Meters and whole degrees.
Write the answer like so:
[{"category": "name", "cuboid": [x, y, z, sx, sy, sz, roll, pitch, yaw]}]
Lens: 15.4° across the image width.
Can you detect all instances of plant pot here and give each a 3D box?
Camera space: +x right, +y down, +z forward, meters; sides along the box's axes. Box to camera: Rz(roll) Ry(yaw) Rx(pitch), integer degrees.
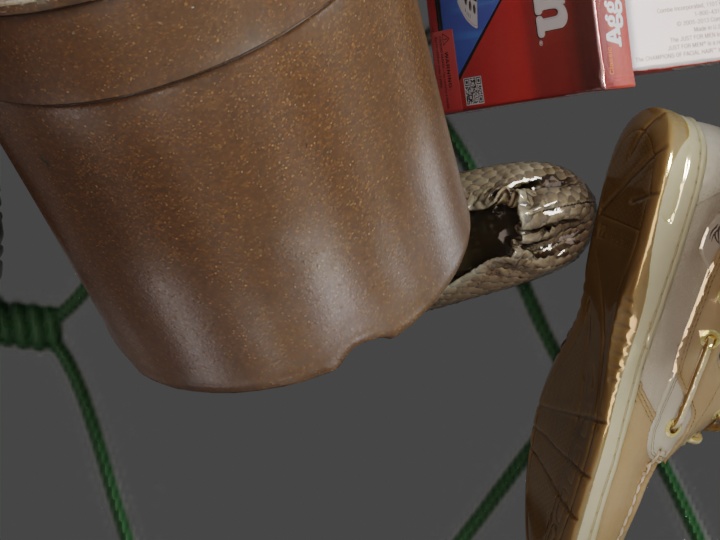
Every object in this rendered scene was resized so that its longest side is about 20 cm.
[{"category": "plant pot", "cuboid": [-0.056, -0.074, 0.998, 0.200, 0.200, 0.199, -15, 123, 9]}]

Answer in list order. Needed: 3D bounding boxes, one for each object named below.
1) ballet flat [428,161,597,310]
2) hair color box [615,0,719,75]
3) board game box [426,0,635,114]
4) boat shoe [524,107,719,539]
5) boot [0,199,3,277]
[{"category": "ballet flat", "cuboid": [0.000, 0.000, 1.086, 0.200, 0.046, 0.068, -15, 90, 9]}, {"category": "hair color box", "cuboid": [0.142, -0.182, 1.047, 0.111, 0.064, 0.200, -6, 93, 11]}, {"category": "board game box", "cuboid": [0.057, -0.166, 1.050, 0.103, 0.019, 0.200, -5, 92, 52]}, {"category": "boat shoe", "cuboid": [0.120, 0.038, 1.057, 0.069, 0.074, 0.200, 11, 105, -18]}, {"category": "boot", "cuboid": [-0.257, -0.048, 1.114, 0.200, 0.066, 0.165, -8, 83, 6]}]
